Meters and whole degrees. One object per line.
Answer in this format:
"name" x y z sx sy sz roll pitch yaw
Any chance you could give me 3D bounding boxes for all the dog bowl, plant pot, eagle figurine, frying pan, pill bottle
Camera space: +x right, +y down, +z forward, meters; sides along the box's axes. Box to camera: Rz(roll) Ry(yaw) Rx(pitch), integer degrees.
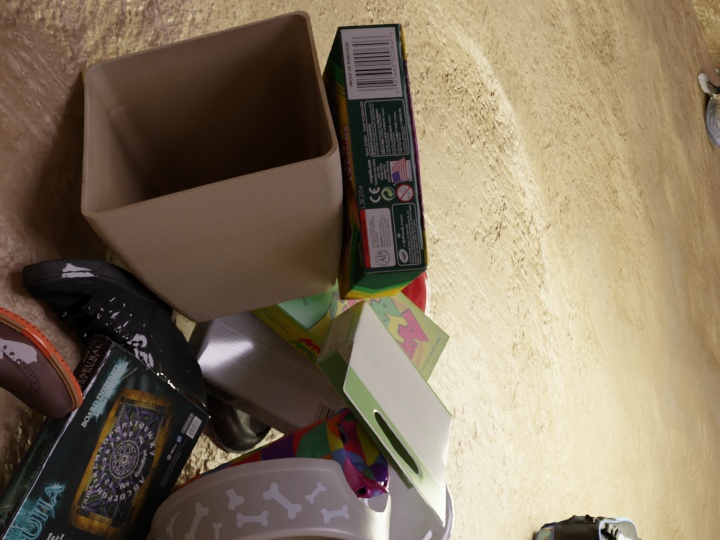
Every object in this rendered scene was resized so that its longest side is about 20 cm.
"dog bowl" -0.068 0.226 0.944 0.200 0.200 0.059 46 24 -47
"plant pot" -0.110 -0.072 0.996 0.200 0.199 0.177 -102 177 -45
"eagle figurine" 0.991 -0.448 3.186 0.151 0.151 0.200 -19 140 -22
"frying pan" -0.099 0.102 1.177 0.190 0.031 0.115 -54 131 -47
"pill bottle" 0.002 0.253 1.138 0.119 0.200 0.120 8 64 -16

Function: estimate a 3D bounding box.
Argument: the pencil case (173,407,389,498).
"pencil case" -0.070 0.191 1.025 0.088 0.200 0.089 49 25 -32

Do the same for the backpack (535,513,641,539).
"backpack" 0.368 0.470 1.818 0.200 0.134 0.183 14 71 -59

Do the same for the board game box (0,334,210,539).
"board game box" -0.207 0.168 0.908 0.135 0.028 0.200 49 59 -45

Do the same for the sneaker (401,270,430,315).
"sneaker" 0.032 0.089 1.257 0.116 0.078 0.201 -97 -159 -75

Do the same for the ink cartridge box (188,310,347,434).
"ink cartridge box" -0.060 0.066 1.137 0.200 0.044 0.174 32 60 -25

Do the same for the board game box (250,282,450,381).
"board game box" -0.014 0.045 1.119 0.200 0.048 0.102 42 58 -19

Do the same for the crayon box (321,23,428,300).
"crayon box" 0.006 -0.085 0.995 0.173 0.058 0.201 135 -50 -78

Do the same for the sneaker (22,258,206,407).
"sneaker" -0.199 0.057 0.969 0.200 0.060 0.105 21 61 -61

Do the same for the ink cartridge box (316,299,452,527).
"ink cartridge box" 0.020 0.123 0.995 0.146 0.048 0.200 54 17 -12

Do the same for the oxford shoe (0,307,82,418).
"oxford shoe" -0.281 0.052 0.809 0.200 0.071 0.073 43 52 -26
